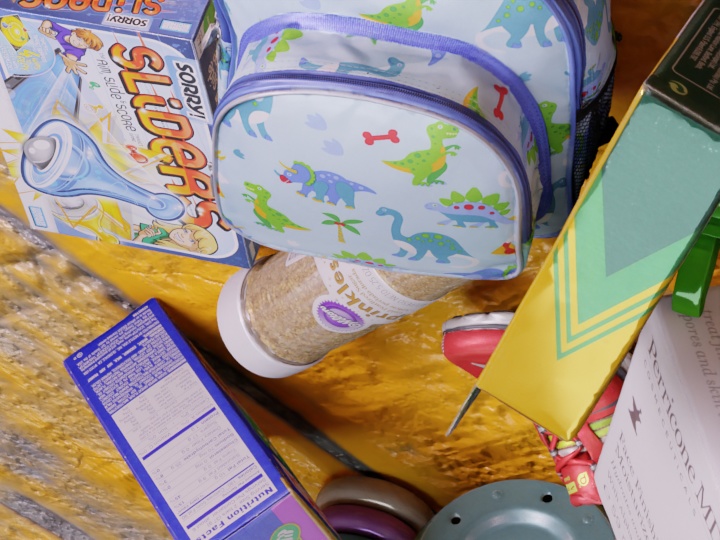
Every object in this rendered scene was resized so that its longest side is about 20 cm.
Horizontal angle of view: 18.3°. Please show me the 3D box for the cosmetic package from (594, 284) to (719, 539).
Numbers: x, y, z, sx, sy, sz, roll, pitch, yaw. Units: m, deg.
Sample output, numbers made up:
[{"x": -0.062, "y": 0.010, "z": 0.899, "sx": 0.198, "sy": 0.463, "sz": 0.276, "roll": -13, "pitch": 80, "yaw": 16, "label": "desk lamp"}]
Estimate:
[{"x": 0.229, "y": 0.115, "z": 1.121, "sx": 0.165, "sy": 0.165, "sz": 0.200, "roll": -11, "pitch": 149, "yaw": -10, "label": "cosmetic package"}]

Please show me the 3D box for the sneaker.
[{"x": 0.128, "y": 0.088, "z": 1.252, "sx": 0.200, "sy": 0.085, "sz": 0.077, "roll": 30, "pitch": 157, "yaw": -17, "label": "sneaker"}]

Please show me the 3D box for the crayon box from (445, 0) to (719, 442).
[{"x": 0.117, "y": -0.015, "z": 0.963, "sx": 0.052, "sy": 0.126, "sz": 0.200, "roll": 32, "pitch": 126, "yaw": 6, "label": "crayon box"}]

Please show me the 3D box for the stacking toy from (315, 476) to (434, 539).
[{"x": -0.013, "y": 0.239, "z": 1.461, "sx": 0.085, "sy": 0.200, "sz": 0.085, "roll": 13, "pitch": 149, "yaw": 8, "label": "stacking toy"}]

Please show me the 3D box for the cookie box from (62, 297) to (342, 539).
[{"x": -0.077, "y": 0.137, "z": 1.351, "sx": 0.200, "sy": 0.075, "sz": 0.171, "roll": 50, "pitch": 176, "yaw": 44, "label": "cookie box"}]

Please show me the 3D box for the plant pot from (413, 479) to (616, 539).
[{"x": 0.105, "y": 0.228, "z": 1.397, "sx": 0.200, "sy": 0.201, "sz": 0.161, "roll": 7, "pitch": 138, "yaw": 19, "label": "plant pot"}]

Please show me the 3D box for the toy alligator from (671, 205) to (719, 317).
[{"x": 0.169, "y": -0.072, "z": 1.018, "sx": 0.059, "sy": 0.054, "sz": 0.200, "roll": 14, "pitch": 123, "yaw": 16, "label": "toy alligator"}]

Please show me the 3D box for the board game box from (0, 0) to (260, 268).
[{"x": -0.129, "y": -0.080, "z": 1.181, "sx": 0.135, "sy": 0.034, "sz": 0.200, "roll": 10, "pitch": 148, "yaw": 14, "label": "board game box"}]

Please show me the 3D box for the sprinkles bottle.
[{"x": 0.000, "y": 0.000, "z": 1.208, "sx": 0.068, "sy": 0.068, "sz": 0.200, "roll": 33, "pitch": 146, "yaw": -22, "label": "sprinkles bottle"}]

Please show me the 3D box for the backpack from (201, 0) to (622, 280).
[{"x": 0.020, "y": -0.095, "z": 0.974, "sx": 0.183, "sy": 0.147, "sz": 0.200, "roll": 10, "pitch": 145, "yaw": 10, "label": "backpack"}]
